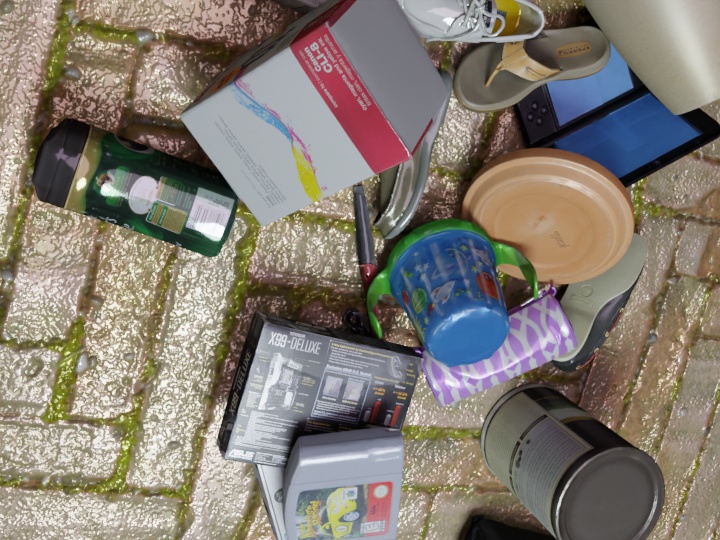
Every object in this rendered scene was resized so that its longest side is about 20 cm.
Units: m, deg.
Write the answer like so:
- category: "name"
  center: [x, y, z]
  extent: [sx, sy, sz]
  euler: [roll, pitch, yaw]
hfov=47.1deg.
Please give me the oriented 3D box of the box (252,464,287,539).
- category: "box"
  center: [-0.073, 0.222, 0.995]
  extent: [0.116, 0.060, 0.202]
  euler: [-16, 108, -14]

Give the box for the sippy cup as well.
- category: "sippy cup"
  center: [0.106, 0.033, 0.944]
  extent: [0.178, 0.131, 0.139]
  euler: [-40, 129, 21]

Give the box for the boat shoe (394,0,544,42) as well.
- category: "boat shoe"
  center: [0.114, -0.265, 0.847]
  extent: [0.201, 0.086, 0.075]
  euler: [0, 108, -37]

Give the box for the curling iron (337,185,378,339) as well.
- category: "curling iron"
  center: [0.000, 0.000, 0.981]
  extent: [0.049, 0.026, 0.202]
  euler: [-4, 104, -20]

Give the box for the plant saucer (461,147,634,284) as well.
- category: "plant saucer"
  center: [0.215, -0.054, 0.963]
  extent: [0.200, 0.200, 0.032]
  euler: [41, 46, -22]

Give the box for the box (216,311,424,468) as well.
- category: "box"
  center: [-0.044, 0.145, 0.926]
  extent: [0.198, 0.050, 0.159]
  euler: [14, 98, -22]

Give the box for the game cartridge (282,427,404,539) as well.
- category: "game cartridge"
  center: [-0.022, 0.260, 0.929]
  extent: [0.132, 0.041, 0.201]
  euler: [-3, 127, -6]

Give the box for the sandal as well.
- category: "sandal"
  center: [0.198, -0.242, 0.943]
  extent: [0.198, 0.054, 0.081]
  euler: [-17, 78, -6]

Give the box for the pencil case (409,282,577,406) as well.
- category: "pencil case"
  center: [0.167, 0.093, 1.011]
  extent: [0.199, 0.084, 0.086]
  euler: [-26, 109, 2]

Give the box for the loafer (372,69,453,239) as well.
- category: "loafer"
  center: [0.045, -0.137, 0.944]
  extent: [0.069, 0.075, 0.202]
  euler: [16, 94, -9]

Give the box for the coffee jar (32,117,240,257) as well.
- category: "coffee jar"
  center: [-0.229, -0.085, 0.843]
  extent: [0.199, 0.104, 0.086]
  euler: [19, 101, -21]

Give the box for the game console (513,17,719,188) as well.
- category: "game console"
  center: [0.298, -0.205, 0.977]
  extent: [0.199, 0.119, 0.173]
  euler: [-27, 111, -10]

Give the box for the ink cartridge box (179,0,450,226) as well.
- category: "ink cartridge box"
  center: [-0.044, -0.164, 0.813]
  extent: [0.199, 0.146, 0.145]
  euler: [-21, 116, 35]

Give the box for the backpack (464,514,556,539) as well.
- category: "backpack"
  center: [0.199, 0.455, 1.106]
  extent: [0.181, 0.135, 0.201]
  euler: [20, 99, -21]

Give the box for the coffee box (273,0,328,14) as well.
- category: "coffee box"
  center: [-0.031, -0.321, 0.860]
  extent: [0.199, 0.080, 0.114]
  euler: [18, 98, -22]

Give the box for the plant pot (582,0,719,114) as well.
- category: "plant pot"
  center: [0.353, -0.284, 0.913]
  extent: [0.186, 0.187, 0.201]
  euler: [-26, 95, -10]

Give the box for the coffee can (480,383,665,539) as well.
- category: "coffee can"
  center: [0.257, 0.246, 1.034]
  extent: [0.145, 0.200, 0.148]
  euler: [-5, 105, -17]

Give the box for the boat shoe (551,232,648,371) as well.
- category: "boat shoe"
  center: [0.306, 0.040, 1.075]
  extent: [0.202, 0.073, 0.063]
  euler: [-54, 143, -7]
